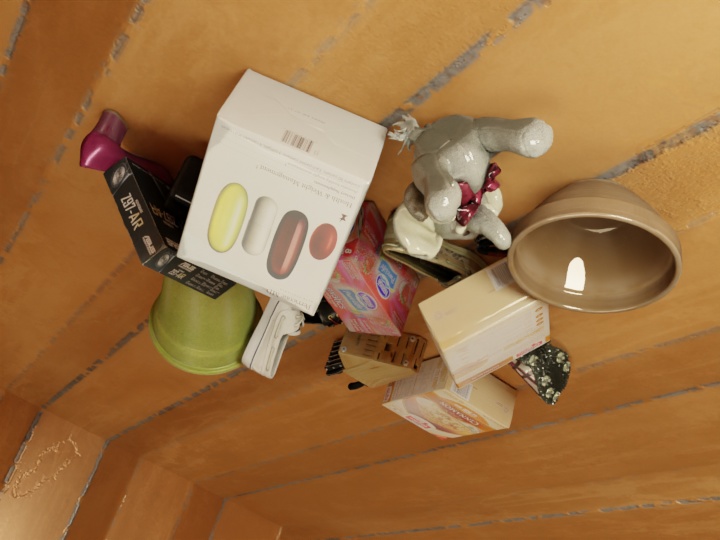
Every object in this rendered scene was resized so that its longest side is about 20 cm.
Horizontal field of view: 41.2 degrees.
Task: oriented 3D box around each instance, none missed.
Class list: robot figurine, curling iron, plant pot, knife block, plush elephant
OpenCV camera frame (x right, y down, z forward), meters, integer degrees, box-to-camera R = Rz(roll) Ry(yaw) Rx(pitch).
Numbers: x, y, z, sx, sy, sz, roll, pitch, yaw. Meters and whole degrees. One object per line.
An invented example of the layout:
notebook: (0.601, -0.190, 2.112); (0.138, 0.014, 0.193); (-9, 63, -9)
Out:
robot figurine: (-0.173, -0.077, 1.346); (0.198, 0.126, 0.151); (28, -169, -14)
curling iron: (0.241, -0.025, 1.258); (0.196, 0.026, 0.050); (11, 154, 19)
plant pot: (0.273, -0.041, 1.121); (0.196, 0.094, 0.202); (9, 149, 6)
plant pot: (-0.247, 0.034, 1.555); (0.197, 0.203, 0.186); (18, 142, 4)
knife block: (0.028, 0.168, 1.712); (0.196, 0.065, 0.177); (11, 151, 19)
plush elephant: (0.118, -0.087, 1.098); (0.199, 0.164, 0.156); (33, 156, 51)

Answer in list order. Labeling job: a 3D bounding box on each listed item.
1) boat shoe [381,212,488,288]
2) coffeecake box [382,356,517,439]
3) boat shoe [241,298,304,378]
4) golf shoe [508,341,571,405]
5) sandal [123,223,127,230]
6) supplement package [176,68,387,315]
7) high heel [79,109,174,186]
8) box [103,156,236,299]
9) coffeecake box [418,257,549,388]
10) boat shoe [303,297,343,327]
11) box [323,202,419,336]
boat shoe: (0.110, -0.006, 1.344); (0.198, 0.064, 0.073); (32, 150, -20)
coffeecake box: (0.157, 0.229, 1.720); (0.152, 0.074, 0.199); (31, 151, -21)
boat shoe: (-0.122, 0.080, 1.541); (0.065, 0.202, 0.072); (30, -171, 9)
golf shoe: (0.266, 0.134, 1.497); (0.087, 0.078, 0.201); (23, 158, 45)
sandal: (-0.351, -0.068, 1.593); (0.075, 0.043, 0.200); (31, 161, -4)
supplement package: (-0.095, -0.094, 1.160); (0.188, 0.148, 0.202); (22, 124, -2)
high heel: (-0.340, -0.133, 1.397); (0.066, 0.097, 0.201); (3, 147, 31)
box: (-0.271, -0.056, 1.376); (0.043, 0.162, 0.200); (-33, 155, 10)
coffeecake box: (0.173, 0.072, 1.297); (0.152, 0.074, 0.200); (-28, 156, 1)
boat shoe: (-0.045, 0.066, 1.586); (0.197, 0.064, 0.074); (8, 148, 21)
box: (0.000, 0.000, 1.390); (0.093, 0.104, 0.201); (4, 147, 29)
